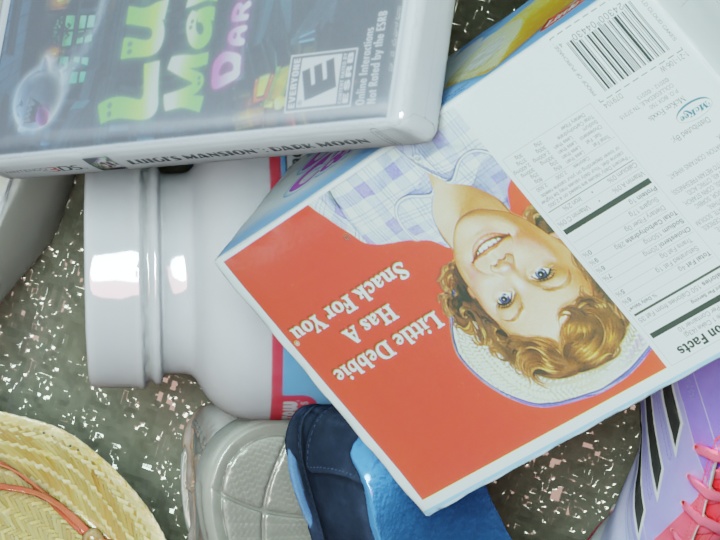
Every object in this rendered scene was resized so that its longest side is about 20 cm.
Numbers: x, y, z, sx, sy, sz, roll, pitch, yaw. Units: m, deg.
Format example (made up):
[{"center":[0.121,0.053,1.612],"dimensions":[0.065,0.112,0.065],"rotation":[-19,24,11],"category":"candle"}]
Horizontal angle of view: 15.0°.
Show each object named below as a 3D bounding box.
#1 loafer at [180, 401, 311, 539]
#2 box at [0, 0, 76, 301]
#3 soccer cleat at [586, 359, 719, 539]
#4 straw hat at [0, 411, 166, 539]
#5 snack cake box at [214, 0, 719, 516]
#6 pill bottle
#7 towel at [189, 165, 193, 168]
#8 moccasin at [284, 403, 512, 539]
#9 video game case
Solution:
[{"center":[-0.032,0.146,1.060],"dimensions":[0.072,0.063,0.201],"rotation":[-13,106,-22],"category":"loafer"},{"center":[-0.201,-0.079,1.014],"dimensions":[0.199,0.109,0.128],"rotation":[27,122,3],"category":"box"},{"center":[0.119,0.087,0.977],"dimensions":[0.066,0.077,0.200],"rotation":[12,138,-6],"category":"soccer cleat"},{"center":[-0.156,0.151,1.052],"dimensions":[0.200,0.085,0.202],"rotation":[0,90,-9],"category":"straw hat"},{"center":[0.063,-0.017,0.862],"dimensions":[0.200,0.067,0.115],"rotation":[-32,104,40],"category":"snack cake box"},{"center":[0.000,0.000,1.002],"dimensions":[0.199,0.109,0.109],"rotation":[-1,94,-3],"category":"pill bottle"},{"center":[-0.068,-0.140,1.044],"dimensions":[0.111,0.049,0.201],"rotation":[-33,90,8],"category":"towel"},{"center":[0.027,0.121,1.008],"dimensions":[0.080,0.068,0.201],"rotation":[-36,128,-28],"category":"moccasin"},{"center":[-0.040,-0.132,0.887],"dimensions":[0.181,0.023,0.201],"rotation":[-3,72,38],"category":"video game case"}]
